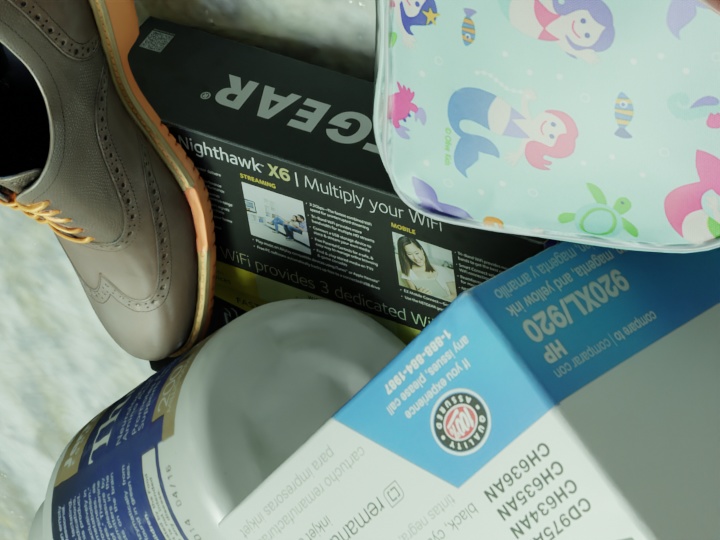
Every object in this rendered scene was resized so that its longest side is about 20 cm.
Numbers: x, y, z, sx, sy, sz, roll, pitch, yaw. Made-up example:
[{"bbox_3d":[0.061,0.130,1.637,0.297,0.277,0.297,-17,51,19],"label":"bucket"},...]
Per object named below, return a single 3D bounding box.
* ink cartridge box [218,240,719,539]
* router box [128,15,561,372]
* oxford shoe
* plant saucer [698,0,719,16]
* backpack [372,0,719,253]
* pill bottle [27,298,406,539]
[{"bbox_3d":[0.089,0.104,0.881,0.200,0.144,0.147,53,128,9],"label":"ink cartridge box"},{"bbox_3d":[0.000,0.000,1.046,0.199,0.052,0.158,19,142,24],"label":"router box"},{"bbox_3d":[-0.109,-0.037,0.987,0.071,0.073,0.201,8,132,33],"label":"oxford shoe"},{"bbox_3d":[0.177,-0.120,0.719,0.199,0.200,0.037,33,170,-9],"label":"plant saucer"},{"bbox_3d":[0.101,-0.092,0.812,0.199,0.151,0.179,9,119,14],"label":"backpack"},{"bbox_3d":[-0.056,0.091,1.058,0.111,0.111,0.200,36,148,-13],"label":"pill bottle"}]
